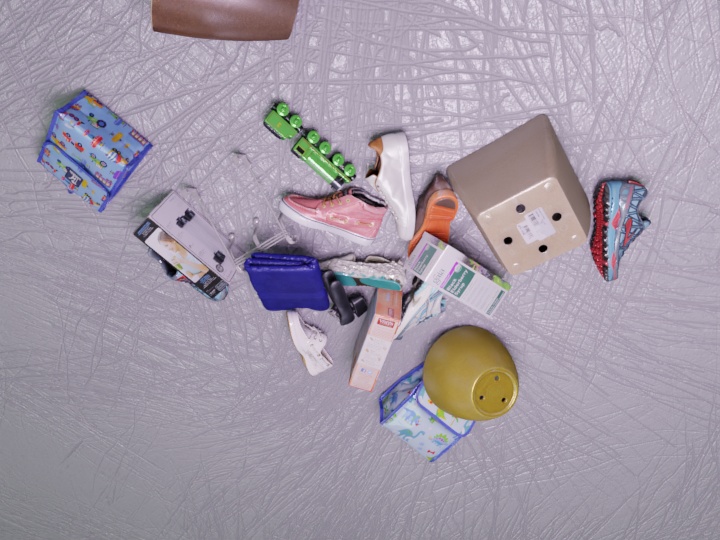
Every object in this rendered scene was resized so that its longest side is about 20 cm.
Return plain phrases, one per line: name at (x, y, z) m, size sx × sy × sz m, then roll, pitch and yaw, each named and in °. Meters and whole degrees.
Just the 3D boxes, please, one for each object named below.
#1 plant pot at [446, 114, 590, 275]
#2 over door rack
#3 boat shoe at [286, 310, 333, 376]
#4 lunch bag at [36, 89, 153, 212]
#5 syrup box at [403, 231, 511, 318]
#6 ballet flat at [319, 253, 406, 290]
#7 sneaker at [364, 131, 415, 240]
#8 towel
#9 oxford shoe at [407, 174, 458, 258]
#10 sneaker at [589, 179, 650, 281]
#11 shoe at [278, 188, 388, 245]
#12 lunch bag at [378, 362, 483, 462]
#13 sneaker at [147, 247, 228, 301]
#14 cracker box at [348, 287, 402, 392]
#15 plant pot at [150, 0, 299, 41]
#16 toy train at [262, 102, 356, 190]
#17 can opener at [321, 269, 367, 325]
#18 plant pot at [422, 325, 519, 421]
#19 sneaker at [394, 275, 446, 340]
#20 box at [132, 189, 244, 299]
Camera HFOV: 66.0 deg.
plant pot at (0.281, -0.111, 0.957) m, size 0.199 × 0.177 × 0.200 m, roll -27°, pitch 115°, yaw 22°
over door rack at (-0.230, -0.113, 1.090) m, size 0.147 × 0.067 × 0.200 m, roll -28°, pitch 103°, yaw 20°
boat shoe at (-0.109, 0.154, 1.233) m, size 0.069 × 0.071 × 0.200 m, roll -18°, pitch 134°, yaw 2°
lunch bag at (-0.521, -0.212, 1.061) m, size 0.150 × 0.094 × 0.200 m, roll 40°, pitch 130°, yaw -18°
syrup box at (0.185, 0.011, 1.050) m, size 0.200 × 0.081 × 0.079 m, roll 28°, pitch 97°, yaw -36°
ballet flat at (0.000, 0.000, 1.125) m, size 0.199 × 0.072 × 0.072 m, roll 7°, pitch 123°, yaw 14°
sneaker at (0.051, -0.148, 1.018) m, size 0.084 × 0.073 × 0.201 m, roll -12°, pitch 110°, yaw -6°
towel at (-0.143, 0.024, 1.121) m, size 0.147 × 0.050 × 0.200 m, roll -1°, pitch 153°, yaw 3°
oxford shoe at (0.134, -0.094, 1.057) m, size 0.071 × 0.073 × 0.200 m, roll 4°, pitch 141°, yaw -14°
sneaker at (0.480, -0.067, 1.009) m, size 0.095 × 0.079 × 0.201 m, roll -7°, pitch 123°, yaw 6°
shoe at (-0.049, -0.123, 1.057) m, size 0.199 × 0.072 × 0.091 m, roll 20°, pitch 121°, yaw -12°
lunch bag at (0.167, 0.311, 1.268) m, size 0.170 × 0.128 × 0.200 m, roll 41°, pitch 105°, yaw -15°
sneaker at (-0.365, 0.005, 1.155) m, size 0.079 × 0.096 × 0.200 m, roll -34°, pitch 112°, yaw 25°
cracker box at (0.032, 0.134, 1.163) m, size 0.057 × 0.134 × 0.201 m, roll 16°, pitch 122°, yaw -3°
plant pot at (-0.194, -0.429, 0.837) m, size 0.199 × 0.187 × 0.188 m, roll 11°, pitch 123°, yaw -17°
toy train at (-0.091, -0.221, 1.005) m, size 0.200 × 0.042 × 0.056 m, roll 41°, pitch 83°, yaw -17°
can opener at (-0.043, 0.052, 1.129) m, size 0.079 × 0.063 × 0.200 m, roll -43°, pitch 150°, yaw -9°
plant pot at (0.245, 0.229, 1.142) m, size 0.199 × 0.142 × 0.201 m, roll -2°, pitch 98°, yaw -12°
sneaker at (0.131, 0.079, 1.152) m, size 0.086 × 0.078 × 0.200 m, roll 23°, pitch 122°, yaw -11°
box at (-0.336, -0.052, 1.107) m, size 0.060 × 0.117 × 0.200 m, roll -36°, pitch 113°, yaw 27°
